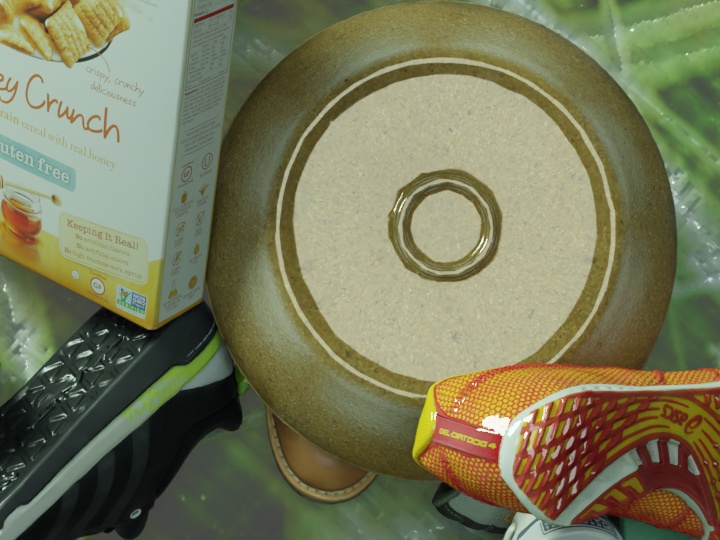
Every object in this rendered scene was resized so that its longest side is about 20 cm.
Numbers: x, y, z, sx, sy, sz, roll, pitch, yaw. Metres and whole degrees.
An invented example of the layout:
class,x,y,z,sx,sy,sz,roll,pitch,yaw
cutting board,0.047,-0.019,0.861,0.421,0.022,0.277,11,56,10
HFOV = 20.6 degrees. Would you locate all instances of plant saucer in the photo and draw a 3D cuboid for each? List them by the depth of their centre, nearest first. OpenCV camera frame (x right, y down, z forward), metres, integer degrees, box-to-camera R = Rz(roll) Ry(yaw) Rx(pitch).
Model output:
class,x,y,z,sx,sy,sz,roll,pitch,yaw
plant saucer,0.033,-0.015,0.807,0.198,0.035,0.202,0,84,-1

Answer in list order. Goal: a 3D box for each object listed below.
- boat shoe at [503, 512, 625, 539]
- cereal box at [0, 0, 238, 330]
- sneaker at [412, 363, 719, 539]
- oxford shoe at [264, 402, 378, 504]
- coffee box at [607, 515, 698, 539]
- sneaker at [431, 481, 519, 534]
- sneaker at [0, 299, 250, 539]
class,x,y,z,sx,sy,sz,roll,pitch,yaw
boat shoe,0.074,0.185,0.823,0.071,0.066,0.202,-1,108,-4
cereal box,-0.117,-0.093,0.789,0.143,0.039,0.201,24,123,26
sneaker,0.102,0.063,0.774,0.199,0.077,0.074,15,91,-45
oxford shoe,0.000,0.000,0.857,0.071,0.071,0.202,11,81,-4
coffee box,0.167,0.172,0.852,0.122,0.044,0.202,2,81,-5
sneaker,0.065,0.015,0.850,0.079,0.074,0.202,3,80,-17
sneaker,-0.118,0.092,0.818,0.200,0.072,0.083,-41,125,-20
